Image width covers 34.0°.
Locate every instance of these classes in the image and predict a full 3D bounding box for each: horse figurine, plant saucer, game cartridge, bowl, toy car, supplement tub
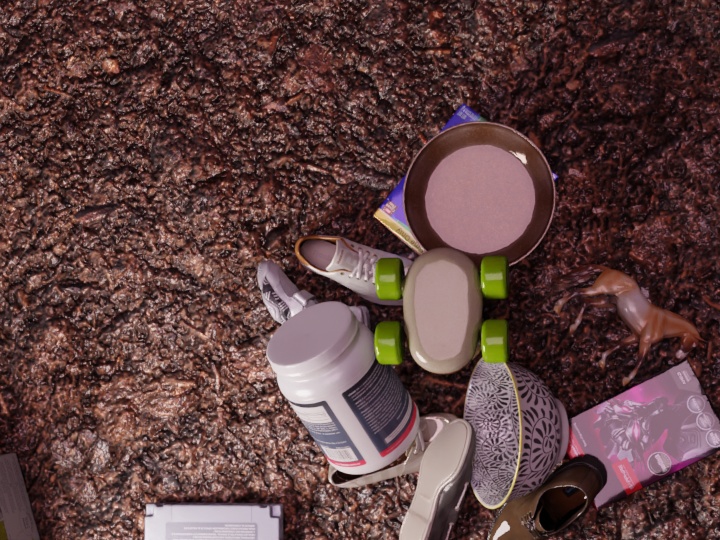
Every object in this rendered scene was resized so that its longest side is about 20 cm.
[{"bbox_3d":[0.345,0.059,1.567,0.133,0.050,0.200,-39,72,-7],"label":"horse figurine"},{"bbox_3d":[0.156,-0.095,1.552,0.200,0.037,0.201,-1,84,10],"label":"plant saucer"},{"bbox_3d":[-0.205,0.393,1.655,0.200,0.040,0.133,-1,81,11],"label":"game cartridge"},{"bbox_3d":[0.210,0.208,1.534,0.094,0.201,0.201,3,85,-16],"label":"bowl"},{"bbox_3d":[0.117,0.061,1.539,0.164,0.200,0.158,-1,81,12],"label":"toy car"},{"bbox_3d":[-0.022,0.154,1.539,0.140,0.140,0.200,-26,119,8],"label":"supplement tub"}]

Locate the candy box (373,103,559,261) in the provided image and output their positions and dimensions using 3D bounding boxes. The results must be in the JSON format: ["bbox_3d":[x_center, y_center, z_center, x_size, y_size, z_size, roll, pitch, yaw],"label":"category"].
[{"bbox_3d":[0.144,-0.097,1.611,0.169,0.077,0.200,39,94,11],"label":"candy box"}]

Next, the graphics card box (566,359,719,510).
[{"bbox_3d":[0.369,0.216,1.551,0.200,0.051,0.126,-27,80,7],"label":"graphics card box"}]

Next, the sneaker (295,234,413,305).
[{"bbox_3d":[0.000,0.000,1.628,0.200,0.085,0.073,16,86,11],"label":"sneaker"}]

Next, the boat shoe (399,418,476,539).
[{"bbox_3d":[0.112,0.291,1.581,0.067,0.057,0.200,30,101,46],"label":"boat shoe"}]

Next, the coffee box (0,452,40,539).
[{"bbox_3d":[-0.584,0.386,1.647,0.200,0.198,0.200,-19,83,8],"label":"coffee box"}]

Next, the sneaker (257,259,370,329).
[{"bbox_3d":[-0.056,0.058,1.640,0.115,0.075,0.200,-29,85,7],"label":"sneaker"}]

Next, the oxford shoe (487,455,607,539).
[{"bbox_3d":[0.228,0.318,1.530,0.073,0.084,0.200,44,121,6],"label":"oxford shoe"}]

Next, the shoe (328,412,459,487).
[{"bbox_3d":[0.047,0.250,1.609,0.200,0.053,0.070,-24,81,8],"label":"shoe"}]
